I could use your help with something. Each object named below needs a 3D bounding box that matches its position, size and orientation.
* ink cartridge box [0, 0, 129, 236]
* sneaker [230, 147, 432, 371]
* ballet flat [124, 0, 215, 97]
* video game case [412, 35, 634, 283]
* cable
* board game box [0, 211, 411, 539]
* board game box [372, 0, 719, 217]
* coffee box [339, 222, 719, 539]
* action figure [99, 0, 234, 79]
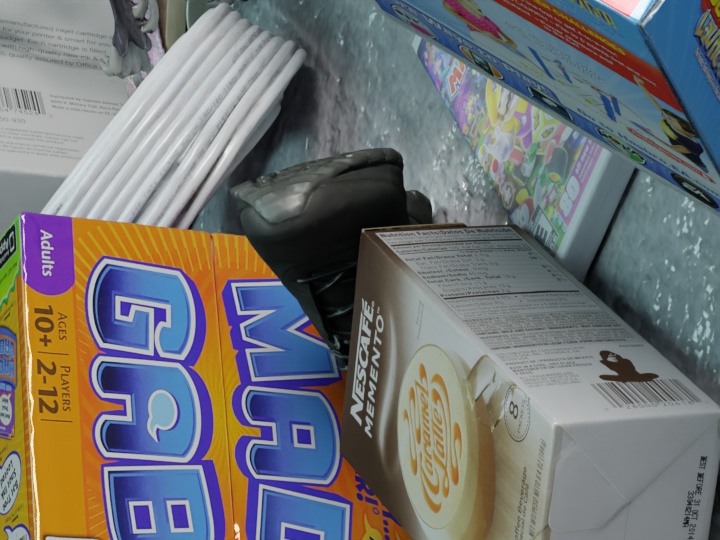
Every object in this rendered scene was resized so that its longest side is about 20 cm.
[{"bbox_3d":[-0.193,-0.094,1.713,0.200,0.146,0.083,-108,33,-43],"label":"ink cartridge box"},{"bbox_3d":[0.000,0.000,1.301,0.076,0.200,0.091,-15,76,15],"label":"sneaker"},{"bbox_3d":[-0.108,-0.191,1.666,0.071,0.069,0.201,-15,74,44],"label":"ballet flat"},{"bbox_3d":[0.083,-0.107,1.284,0.200,0.018,0.143,-116,40,-49],"label":"video game case"},{"bbox_3d":[-0.111,-0.054,1.520,0.200,0.069,0.200,-53,4,-19],"label":"cable"},{"bbox_3d":[-0.106,0.111,1.418,0.200,0.199,0.200,-42,47,54],"label":"board game box"},{"bbox_3d":[0.065,-0.114,1.042,0.200,0.196,0.056,34,83,27],"label":"board game box"},{"bbox_3d":[0.066,0.069,1.187,0.200,0.079,0.115,-135,46,-58],"label":"coffee box"},{"bbox_3d":[-0.121,-0.176,1.573,0.200,0.119,0.102,13,134,34],"label":"action figure"}]
